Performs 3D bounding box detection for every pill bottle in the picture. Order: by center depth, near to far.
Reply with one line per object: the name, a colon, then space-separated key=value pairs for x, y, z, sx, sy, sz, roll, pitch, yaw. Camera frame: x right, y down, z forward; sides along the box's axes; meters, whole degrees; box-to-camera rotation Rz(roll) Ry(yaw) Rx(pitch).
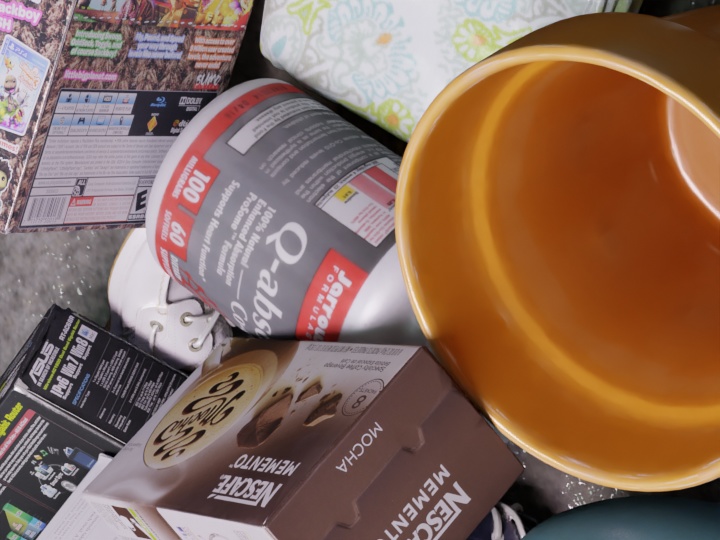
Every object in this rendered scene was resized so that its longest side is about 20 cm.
pill bottle: x=0.000 y=0.000 z=1.408 sx=0.200 sy=0.116 sz=0.116 roll=34 pitch=130 yaw=28

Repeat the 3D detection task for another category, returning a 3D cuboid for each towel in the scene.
towel: x=0.043 y=-0.135 z=1.385 sx=0.199 sy=0.048 sz=0.172 roll=31 pitch=127 yaw=22

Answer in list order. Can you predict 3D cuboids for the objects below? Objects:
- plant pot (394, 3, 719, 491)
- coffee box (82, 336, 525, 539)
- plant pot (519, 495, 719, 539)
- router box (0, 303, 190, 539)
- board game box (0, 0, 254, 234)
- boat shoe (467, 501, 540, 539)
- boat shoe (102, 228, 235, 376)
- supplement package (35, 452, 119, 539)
plant pot: x=0.146 y=-0.032 z=1.266 sx=0.199 sy=0.183 sz=0.201 roll=17 pitch=122 yaw=30
coffee box: x=-0.030 y=0.097 z=1.322 sx=0.080 sy=0.113 sz=0.200 roll=50 pitch=159 yaw=-19
plant pot: x=0.146 y=0.201 z=1.387 sx=0.161 sy=0.200 sz=0.202 roll=21 pitch=125 yaw=42
router box: x=-0.145 y=0.116 z=1.592 sx=0.149 sy=0.062 sz=0.200 roll=29 pitch=145 yaw=-9
board game box: x=-0.136 y=-0.129 z=1.409 sx=0.097 sy=0.159 sz=0.201 roll=24 pitch=103 yaw=26
boat shoe: x=0.048 y=0.126 z=1.491 sx=0.092 sy=0.075 sz=0.201 roll=-13 pitch=117 yaw=5
boat shoe: x=-0.097 y=0.023 z=1.565 sx=0.069 sy=0.071 sz=0.200 roll=36 pitch=140 yaw=15
supplement package: x=-0.087 y=0.230 z=1.447 sx=0.199 sy=0.192 sz=0.147 roll=16 pitch=149 yaw=39
